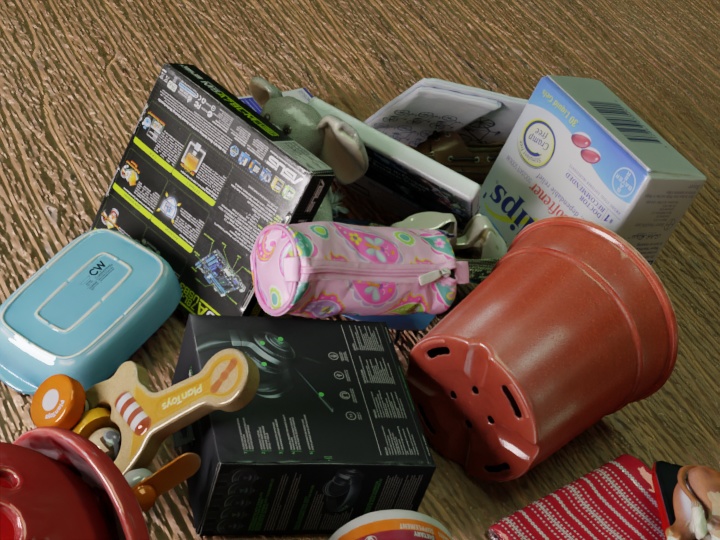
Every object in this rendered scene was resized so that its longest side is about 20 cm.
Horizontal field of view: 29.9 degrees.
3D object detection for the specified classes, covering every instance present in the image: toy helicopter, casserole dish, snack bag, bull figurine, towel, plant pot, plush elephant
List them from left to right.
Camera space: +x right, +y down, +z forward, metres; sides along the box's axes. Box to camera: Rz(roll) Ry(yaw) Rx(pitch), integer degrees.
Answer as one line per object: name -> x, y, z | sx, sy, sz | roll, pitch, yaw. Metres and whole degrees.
plant pot -> -0.250, 0.203, 0.884 | 0.182, 0.201, 0.200 | -13, 46, -46
casserole dish -> -0.245, 0.030, 1.201 | 0.121, 0.039, 0.200 | 29, 49, 16
toy helicopter -> -0.162, 0.124, 1.045 | 0.079, 0.199, 0.133 | 38, 32, -48
plush elephant -> -0.083, -0.100, 1.337 | 0.164, 0.156, 0.200 | 20, 34, 34
snack bag -> 0.121, -0.170, 1.560 | 0.199, 0.188, 0.022 | 9, 77, -21
plant pot -> 0.155, 0.082, 1.240 | 0.200, 0.202, 0.195 | 38, 48, 23
towel -> 0.226, 0.241, 1.196 | 0.199, 0.023, 0.145 | -18, 50, -39
bull figurine -> 0.345, 0.243, 1.137 | 0.199, 0.065, 0.122 | 30, 40, 1

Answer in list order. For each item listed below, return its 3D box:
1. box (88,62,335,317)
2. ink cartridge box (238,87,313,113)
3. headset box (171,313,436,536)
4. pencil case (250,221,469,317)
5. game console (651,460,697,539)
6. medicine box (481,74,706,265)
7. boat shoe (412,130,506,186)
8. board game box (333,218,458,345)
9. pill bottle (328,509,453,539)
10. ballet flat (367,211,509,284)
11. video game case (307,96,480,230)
box -> -0.144, -0.063, 1.267 | 0.200, 0.194, 0.047 | 37, 24, 23
ink cartridge box -> -0.122, -0.156, 1.527 | 0.199, 0.039, 0.100 | -13, 47, -35
headset box -> -0.060, 0.130, 1.144 | 0.199, 0.093, 0.175 | 3, 40, -21
pencil case -> 0.000, 0.000, 1.216 | 0.199, 0.088, 0.088 | 2, 39, -36
game console -> 0.360, 0.258, 1.199 | 0.199, 0.031, 0.178 | 15, 45, -17
medicine box -> 0.235, -0.075, 1.447 | 0.102, 0.201, 0.182 | -2, 40, -41
boat shoe -> 0.092, -0.131, 1.552 | 0.199, 0.069, 0.072 | 7, 14, -26
board game box -> 0.012, 0.015, 1.374 | 0.157, 0.039, 0.200 | 23, 31, 12
pill bottle -> 0.032, 0.283, 0.979 | 0.109, 0.110, 0.201 | 8, 38, -15
ballet flat -> 0.090, -0.024, 1.358 | 0.199, 0.076, 0.068 | 1, 36, -25
video game case -> 0.038, -0.097, 1.432 | 0.199, 0.182, 0.023 | 30, 78, 13
